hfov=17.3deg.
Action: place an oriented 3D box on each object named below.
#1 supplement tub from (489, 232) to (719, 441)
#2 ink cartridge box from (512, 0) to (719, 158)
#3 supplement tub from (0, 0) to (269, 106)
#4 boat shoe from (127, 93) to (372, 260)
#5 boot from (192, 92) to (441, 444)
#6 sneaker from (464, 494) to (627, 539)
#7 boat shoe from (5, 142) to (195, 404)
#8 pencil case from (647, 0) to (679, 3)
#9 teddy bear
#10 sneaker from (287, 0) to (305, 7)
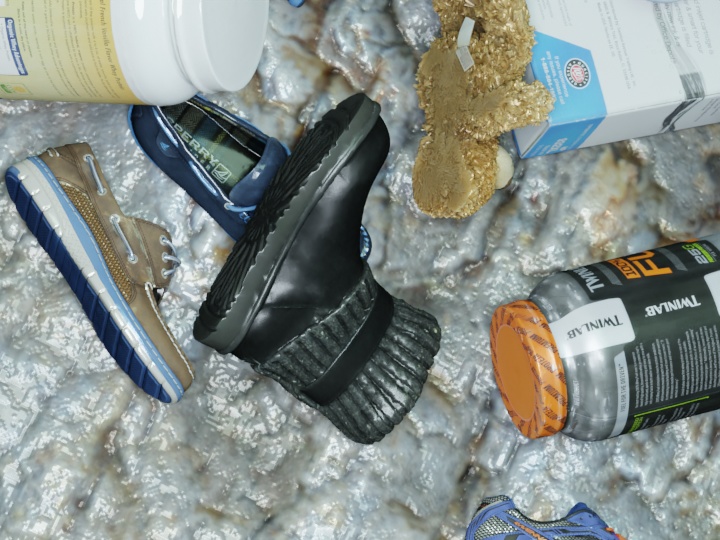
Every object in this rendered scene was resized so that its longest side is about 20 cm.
[{"bbox_3d":[0.200,0.049,1.670,0.199,0.123,0.123,-13,78,-16],"label":"supplement tub"},{"bbox_3d":[0.201,-0.177,1.752,0.199,0.084,0.146,-11,76,-15],"label":"ink cartridge box"},{"bbox_3d":[-0.175,-0.185,1.603,0.199,0.144,0.145,4,72,19],"label":"supplement tub"},{"bbox_3d":[-0.080,-0.059,1.664,0.199,0.069,0.084,30,71,-3],"label":"boat shoe"},{"bbox_3d":[-0.001,0.000,1.623,0.157,0.079,0.212,29,99,-19],"label":"boot"},{"bbox_3d":[0.164,0.201,1.648,0.199,0.075,0.079,12,69,-11],"label":"sneaker"},{"bbox_3d":[-0.163,-0.004,1.629,0.072,0.072,0.200,-31,83,-20],"label":"boat shoe"},{"bbox_3d":[0.225,-0.270,1.637,0.090,0.200,0.083,19,61,2],"label":"pencil case"},{"bbox_3d":[0.087,-0.135,1.689,0.067,0.145,0.201,8,74,-41],"label":"teddy bear"},{"bbox_3d":[0.014,-0.260,1.749,0.200,0.066,0.079,-30,97,-19],"label":"sneaker"}]
